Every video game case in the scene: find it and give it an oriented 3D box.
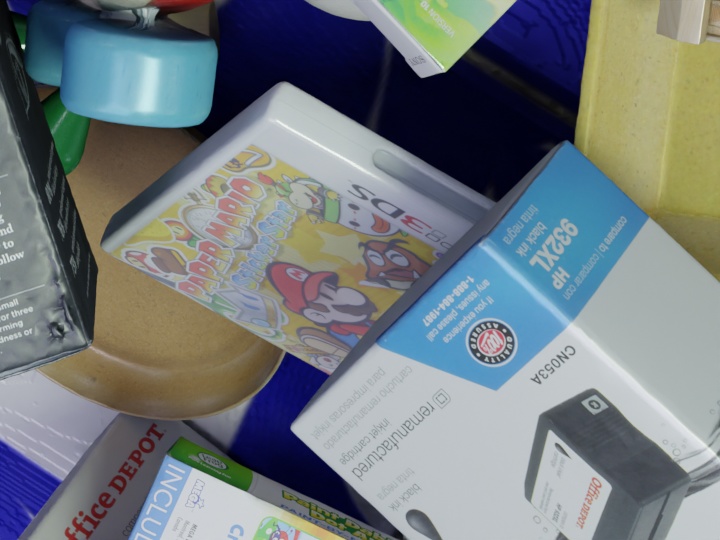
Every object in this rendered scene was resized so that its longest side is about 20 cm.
[{"bbox_3d":[0.000,0.000,1.116,0.182,0.023,0.200,29,155,-16],"label":"video game case"}]

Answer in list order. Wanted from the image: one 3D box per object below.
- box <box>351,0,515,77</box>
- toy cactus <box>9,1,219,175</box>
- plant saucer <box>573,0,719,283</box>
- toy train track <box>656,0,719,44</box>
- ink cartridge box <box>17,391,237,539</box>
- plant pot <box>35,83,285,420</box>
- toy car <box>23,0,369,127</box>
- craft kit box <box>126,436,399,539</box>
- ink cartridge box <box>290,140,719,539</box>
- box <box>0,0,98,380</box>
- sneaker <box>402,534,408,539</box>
[{"bbox_3d":[0.046,-0.192,0.962,0.144,0.200,0.036,45,174,-10],"label":"box"},{"bbox_3d":[-0.147,-0.102,1.186,0.165,0.102,0.200,-2,94,6],"label":"toy cactus"},{"bbox_3d":[0.190,-0.087,1.002,0.200,0.048,0.200,8,93,24],"label":"plant saucer"},{"bbox_3d":[0.198,-0.079,0.944,0.200,0.033,0.115,15,109,28],"label":"toy train track"},{"bbox_3d":[-0.084,0.181,1.331,0.200,0.147,0.083,37,133,-2],"label":"ink cartridge box"},{"bbox_3d":[-0.120,-0.013,1.285,0.200,0.027,0.200,15,130,18],"label":"plant pot"},{"bbox_3d":[-0.025,-0.155,1.063,0.200,0.177,0.184,4,100,-18],"label":"toy car"},{"bbox_3d":[-0.041,0.210,1.231,0.197,0.049,0.200,26,100,3],"label":"craft kit box"},{"bbox_3d":[0.097,0.073,1.002,0.200,0.084,0.145,43,131,-2],"label":"ink cartridge box"},{"bbox_3d":[-0.188,-0.059,1.078,0.104,0.148,0.200,-18,102,-1],"label":"box"},{"bbox_3d":[0.085,0.112,1.217,0.085,0.074,0.200,47,141,16],"label":"sneaker"}]
